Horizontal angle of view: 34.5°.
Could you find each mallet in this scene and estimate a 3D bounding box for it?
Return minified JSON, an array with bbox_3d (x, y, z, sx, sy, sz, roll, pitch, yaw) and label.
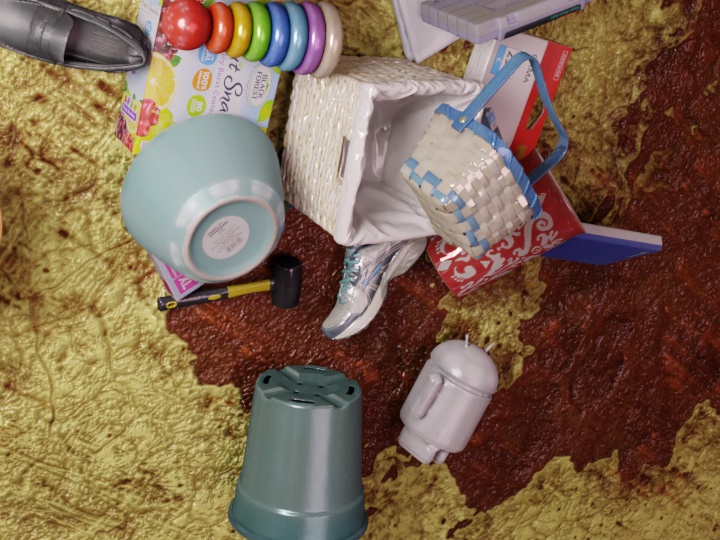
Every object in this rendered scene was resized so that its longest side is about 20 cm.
[{"bbox_3d":[-0.166,0.036,1.506,0.197,0.041,0.067,-17,125,-21],"label":"mallet"}]

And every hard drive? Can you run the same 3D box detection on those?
[{"bbox_3d":[0.340,-0.040,1.751,0.197,0.131,0.026,7,76,-36],"label":"hard drive"}]

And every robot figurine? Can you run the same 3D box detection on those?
[{"bbox_3d":[0.134,0.190,1.737,0.169,0.112,0.202,10,110,-59],"label":"robot figurine"}]

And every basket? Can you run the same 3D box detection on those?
[{"bbox_3d":[0.152,-0.133,1.345,0.199,0.139,0.177,-41,137,-5],"label":"basket"},{"bbox_3d":[0.024,-0.156,1.433,0.197,0.160,0.202,-7,118,-38],"label":"basket"}]

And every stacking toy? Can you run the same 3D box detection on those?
[{"bbox_3d":[-0.121,-0.258,1.265,0.197,0.085,0.087,-1,115,-28],"label":"stacking toy"}]

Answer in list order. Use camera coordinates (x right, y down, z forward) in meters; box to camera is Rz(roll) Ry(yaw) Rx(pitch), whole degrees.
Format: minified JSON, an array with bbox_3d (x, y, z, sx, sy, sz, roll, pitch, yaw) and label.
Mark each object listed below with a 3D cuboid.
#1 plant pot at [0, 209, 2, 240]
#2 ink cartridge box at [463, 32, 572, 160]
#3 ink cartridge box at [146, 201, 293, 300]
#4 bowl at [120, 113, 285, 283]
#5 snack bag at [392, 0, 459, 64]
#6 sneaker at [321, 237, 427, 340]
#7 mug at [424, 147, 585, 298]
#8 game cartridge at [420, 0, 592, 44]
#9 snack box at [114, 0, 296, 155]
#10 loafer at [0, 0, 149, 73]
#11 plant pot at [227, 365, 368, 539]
[{"bbox_3d":[-0.477,-0.062,1.168,0.197,0.140,0.203,-16,122,-27],"label":"plant pot"},{"bbox_3d":[0.211,-0.228,1.611,0.174,0.045,0.203,7,110,-35],"label":"ink cartridge box"},{"bbox_3d":[-0.174,-0.065,1.441,0.199,0.042,0.120,-35,129,-16],"label":"ink cartridge box"},{"bbox_3d":[-0.164,-0.065,1.330,0.198,0.105,0.203,-19,135,-20],"label":"bowl"},{"bbox_3d":[0.115,-0.391,1.473,0.187,0.021,0.202,-31,128,-16],"label":"snack bag"},{"bbox_3d":[0.000,0.000,1.583,0.086,0.077,0.201,40,82,-29],"label":"sneaker"},{"bbox_3d":[0.202,-0.051,1.626,0.198,0.135,0.177,-33,153,11],"label":"mug"},{"bbox_3d":[0.190,-0.336,1.455,0.198,0.129,0.039,-24,129,-22],"label":"game cartridge"},{"bbox_3d":[-0.177,-0.231,1.329,0.166,0.068,0.203,3,113,-35],"label":"snack box"},{"bbox_3d":[-0.317,-0.250,1.210,0.197,0.071,0.069,10,111,-24],"label":"loafer"},{"bbox_3d":[-0.077,0.248,1.584,0.197,0.199,0.200,-5,110,-32],"label":"plant pot"}]
